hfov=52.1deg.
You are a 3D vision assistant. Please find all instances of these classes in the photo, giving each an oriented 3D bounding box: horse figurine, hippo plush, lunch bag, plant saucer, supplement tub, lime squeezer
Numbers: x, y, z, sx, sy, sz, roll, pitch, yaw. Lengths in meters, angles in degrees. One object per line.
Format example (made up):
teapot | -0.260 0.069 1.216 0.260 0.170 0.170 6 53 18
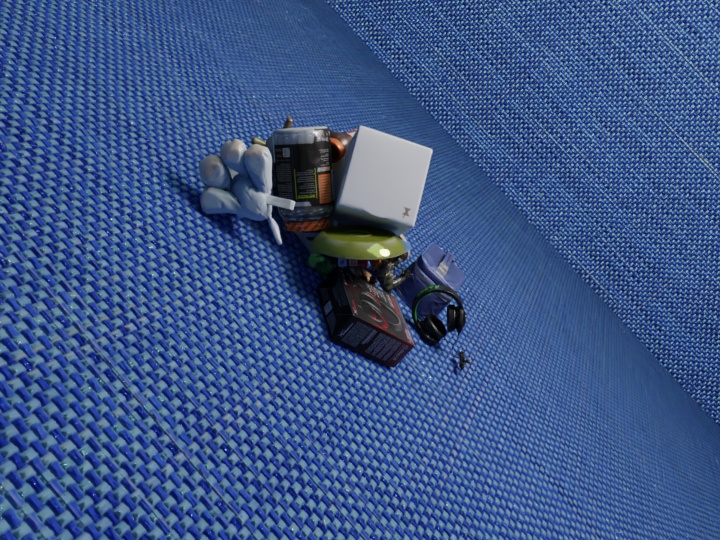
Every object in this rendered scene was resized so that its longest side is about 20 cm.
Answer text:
horse figurine | 0.000 0.000 1.645 0.134 0.049 0.201 63 1 -38
hippo plush | -0.214 -0.177 1.451 0.195 0.163 0.161 21 14 -5
lunch bag | 0.185 0.019 1.854 0.136 0.132 0.200 45 23 0
plant saucer | -0.005 -0.062 1.494 0.194 0.032 0.200 2 16 -1
supplement tub | -0.115 -0.188 1.508 0.122 0.119 0.206 -29 119 -67
lime squeezer | -0.069 -0.010 1.549 0.069 0.039 0.200 10 -15 21

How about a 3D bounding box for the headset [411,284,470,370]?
headset | 0.196 0.132 1.715 0.202 0.121 0.095 59 18 -22

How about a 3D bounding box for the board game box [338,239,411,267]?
board game box | 0.008 -0.038 1.548 0.194 0.040 0.158 0 16 -12

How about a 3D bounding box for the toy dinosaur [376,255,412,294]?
toy dinosaur | 0.071 0.017 1.616 0.047 0.089 0.202 24 -24 25

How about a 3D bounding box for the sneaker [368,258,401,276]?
sneaker | 0.048 -0.038 1.718 0.080 0.074 0.200 59 -2 10

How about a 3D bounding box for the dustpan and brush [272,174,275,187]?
dustpan and brush | -0.199 -0.228 1.683 0.139 0.057 0.201 42 40 -2

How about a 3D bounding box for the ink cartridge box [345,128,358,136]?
ink cartridge box | -0.025 -0.220 1.801 0.144 0.201 0.145 42 22 2

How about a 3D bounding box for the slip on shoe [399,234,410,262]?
slip on shoe | 0.056 -0.106 1.919 0.199 0.077 0.061 40 29 6

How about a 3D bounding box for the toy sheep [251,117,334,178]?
toy sheep | -0.146 -0.252 1.617 0.196 0.139 0.139 24 28 -17

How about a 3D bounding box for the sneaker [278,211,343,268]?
sneaker | -0.091 -0.093 1.620 0.200 0.084 0.075 47 22 -3

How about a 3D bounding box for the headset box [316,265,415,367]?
headset box | 0.017 0.099 1.504 0.198 0.075 0.150 29 27 -35

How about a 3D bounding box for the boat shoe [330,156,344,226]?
boat shoe | -0.048 -0.171 1.716 0.061 0.206 0.072 6 3 -44

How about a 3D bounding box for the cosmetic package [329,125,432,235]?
cosmetic package | 0.038 -0.180 1.558 0.163 0.171 0.200 16 -6 -8

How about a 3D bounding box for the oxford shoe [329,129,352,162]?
oxford shoe | -0.102 -0.291 1.717 0.073 0.196 0.073 -46 133 -37
